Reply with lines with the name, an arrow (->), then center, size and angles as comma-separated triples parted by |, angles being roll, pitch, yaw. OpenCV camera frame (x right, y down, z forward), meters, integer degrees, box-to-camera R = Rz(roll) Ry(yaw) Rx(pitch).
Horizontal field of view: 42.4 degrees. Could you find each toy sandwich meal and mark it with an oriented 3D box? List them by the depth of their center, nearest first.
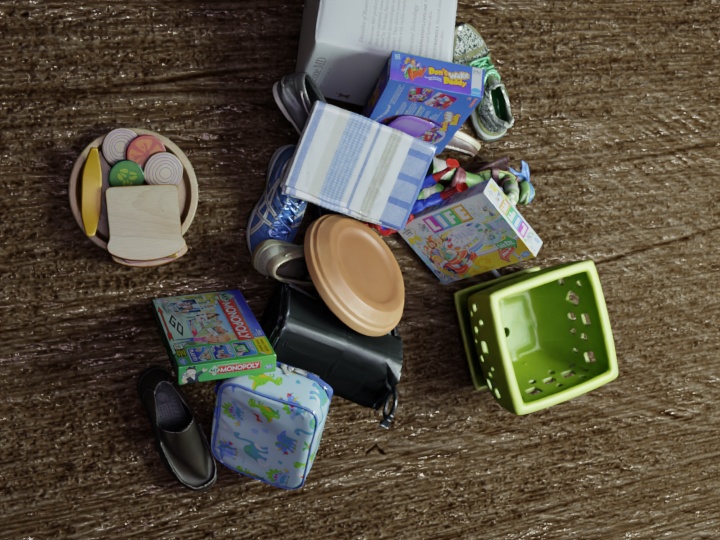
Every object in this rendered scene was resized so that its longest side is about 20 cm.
toy sandwich meal -> -0.320, -0.105, 1.324 | 0.204, 0.070, 0.207 | -1, 92, -21

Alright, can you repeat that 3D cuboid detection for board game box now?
board game box -> -0.210, 0.089, 1.307 | 0.134, 0.200, 0.029 | -7, 117, -21
board game box -> 0.083, -0.239, 1.344 | 0.133, 0.200, 0.045 | 10, 73, -10
board game box -> 0.164, -0.056, 1.441 | 0.135, 0.199, 0.034 | 48, 52, -19

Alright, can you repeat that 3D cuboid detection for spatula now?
spatula -> 0.035, -0.177, 1.404 | 0.056, 0.200, 0.021 | 15, 53, -27

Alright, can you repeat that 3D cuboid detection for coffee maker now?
coffee maker -> -0.045, 0.117, 1.374 | 0.199, 0.192, 0.135 | 20, 101, -19

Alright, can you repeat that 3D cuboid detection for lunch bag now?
lunch bag -> -0.133, 0.216, 1.333 | 0.160, 0.201, 0.083 | 18, 42, 5

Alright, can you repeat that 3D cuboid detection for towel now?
towel -> -0.003, -0.150, 1.355 | 0.199, 0.024, 0.148 | 18, 107, -15

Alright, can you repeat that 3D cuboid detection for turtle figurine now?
turtle figurine -> 0.185, -0.096, 1.478 | 0.192, 0.144, 0.202 | 13, 95, -11

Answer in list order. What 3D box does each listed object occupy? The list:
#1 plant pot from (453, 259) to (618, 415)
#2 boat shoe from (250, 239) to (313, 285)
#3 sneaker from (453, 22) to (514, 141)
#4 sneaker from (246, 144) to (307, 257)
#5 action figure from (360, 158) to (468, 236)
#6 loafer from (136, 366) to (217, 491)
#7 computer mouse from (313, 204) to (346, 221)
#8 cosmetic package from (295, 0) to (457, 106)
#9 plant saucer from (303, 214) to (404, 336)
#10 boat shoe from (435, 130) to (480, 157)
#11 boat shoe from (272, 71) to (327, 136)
plant pot -> 0.269, 0.099, 1.498 | 0.199, 0.181, 0.200 | -17, 98, -20
boat shoe -> -0.069, -0.006, 1.398 | 0.199, 0.065, 0.073 | 5, 112, -43
sneaker -> 0.207, -0.312, 1.512 | 0.077, 0.089, 0.201 | -27, 100, -18
sneaker -> -0.121, -0.095, 1.398 | 0.075, 0.077, 0.202 | 11, 89, -22
action figure -> 0.069, -0.103, 1.427 | 0.052, 0.199, 0.066 | -16, 79, -54
loafer -> -0.268, 0.238, 1.354 | 0.073, 0.071, 0.201 | -29, 101, -18
computer mouse -> -0.044, -0.150, 1.454 | 0.058, 0.034, 0.202 | 13, 80, -36
cosmetic package -> 0.020, -0.351, 1.370 | 0.198, 0.167, 0.168 | 10, 74, -13
plant saucer -> 0.000, 0.000, 1.381 | 0.200, 0.037, 0.201 | 33, 40, -33
boat shoe -> 0.094, -0.205, 1.486 | 0.199, 0.072, 0.073 | 14, 94, -17
boat shoe -> -0.053, -0.208, 1.377 | 0.200, 0.057, 0.067 | 51, 36, -30
